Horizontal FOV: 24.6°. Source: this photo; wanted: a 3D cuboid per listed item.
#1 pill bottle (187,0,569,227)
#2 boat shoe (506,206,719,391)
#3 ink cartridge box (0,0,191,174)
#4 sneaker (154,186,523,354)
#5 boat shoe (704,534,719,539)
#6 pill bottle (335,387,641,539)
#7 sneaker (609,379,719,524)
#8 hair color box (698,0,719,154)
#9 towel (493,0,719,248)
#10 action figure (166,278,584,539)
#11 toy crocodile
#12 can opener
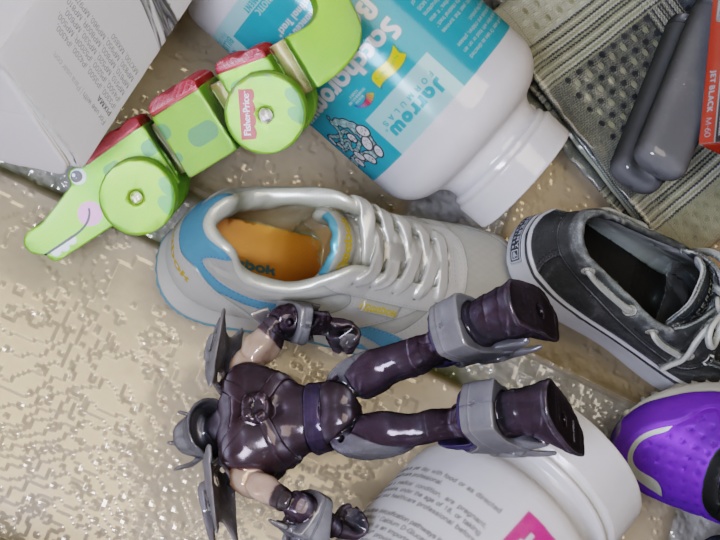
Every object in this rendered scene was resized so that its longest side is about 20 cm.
[{"bbox_3d":[0.014,-0.114,0.876,0.200,0.111,0.111,41,65,-5],"label":"pill bottle"},{"bbox_3d":[0.174,0.017,0.902,0.199,0.068,0.074,32,63,-27],"label":"boat shoe"},{"bbox_3d":[-0.157,-0.158,0.800,0.147,0.083,0.200,12,61,31],"label":"ink cartridge box"},{"bbox_3d":[0.000,0.000,0.854,0.200,0.081,0.077,3,72,-21],"label":"sneaker"},{"bbox_3d":[0.133,0.199,0.846,0.093,0.075,0.200,40,64,-12],"label":"boat shoe"},{"bbox_3d":[0.041,0.156,0.803,0.113,0.113,0.200,47,64,-2],"label":"pill bottle"},{"bbox_3d":[0.228,0.115,0.858,0.200,0.100,0.070,12,109,9],"label":"sneaker"},{"bbox_3d":[0.281,-0.101,0.953,0.200,0.064,0.111,17,76,-43],"label":"hair color box"},{"bbox_3d":[0.185,-0.122,0.993,0.200,0.035,0.193,-39,93,-28],"label":"towel"},{"bbox_3d":[-0.004,0.066,0.766,0.200,0.069,0.130,-13,72,22],"label":"action figure"},{"bbox_3d":[-0.082,-0.069,0.809,0.200,0.068,0.062,-32,98,11],"label":"toy crocodile"},{"bbox_3d":[0.210,-0.125,0.956,0.067,0.053,0.200,30,67,-12],"label":"can opener"}]
